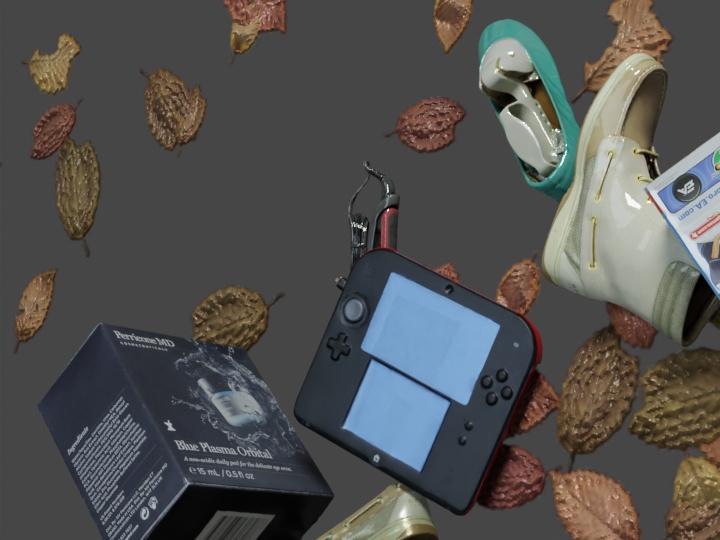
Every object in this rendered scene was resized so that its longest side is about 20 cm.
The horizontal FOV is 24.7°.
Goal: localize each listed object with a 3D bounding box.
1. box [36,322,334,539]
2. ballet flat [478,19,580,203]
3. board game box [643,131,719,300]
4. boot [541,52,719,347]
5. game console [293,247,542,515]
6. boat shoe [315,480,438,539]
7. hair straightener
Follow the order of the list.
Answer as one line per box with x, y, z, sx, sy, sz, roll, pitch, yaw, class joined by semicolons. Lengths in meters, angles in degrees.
-0.162;0.168;1.521;0.118;0.196;0.201;-51;53;21;box
0.140;-0.145;1.399;0.067;0.070;0.202;-41;57;28;ballet flat
0.339;-0.035;1.169;0.199;0.056;0.197;-36;65;13;board game box
0.238;-0.057;1.297;0.154;0.072;0.202;29;106;41;boot
0.049;0.091;1.429;0.199;0.031;0.179;27;92;30;game console
-0.019;0.252;1.467;0.200;0.073;0.064;-35;54;28;boat shoe
0.000;0.000;1.512;0.076;0.041;0.203;-6;82;41;hair straightener
